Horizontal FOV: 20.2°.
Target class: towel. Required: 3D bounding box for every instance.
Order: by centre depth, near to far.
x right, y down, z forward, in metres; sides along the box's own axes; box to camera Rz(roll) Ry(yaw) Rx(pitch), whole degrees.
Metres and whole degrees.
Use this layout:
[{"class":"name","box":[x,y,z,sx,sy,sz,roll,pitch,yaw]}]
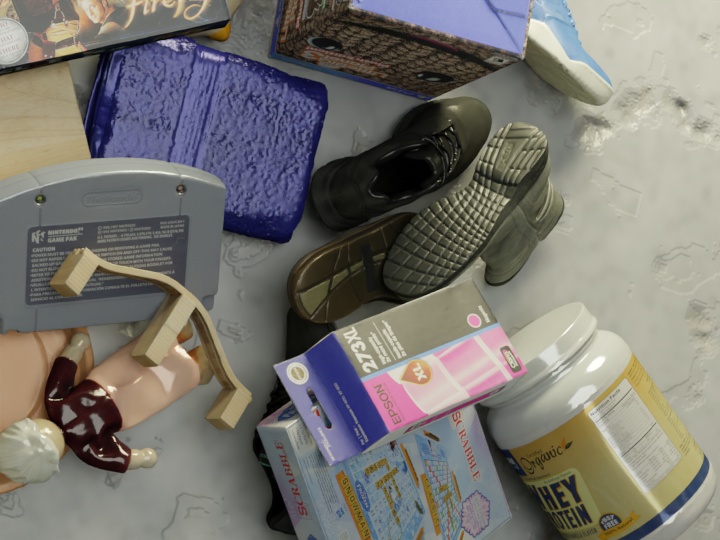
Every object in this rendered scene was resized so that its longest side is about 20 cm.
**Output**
[{"class":"towel","box":[-0.134,-0.115,1.701,0.199,0.050,0.149,16,85,-20]}]

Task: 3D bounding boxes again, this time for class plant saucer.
[{"class":"plant saucer","box":[-0.309,0.081,1.615,0.199,0.032,0.202,3,83,-22]}]

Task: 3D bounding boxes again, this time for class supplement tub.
[{"class":"supplement tub","box":[0.199,0.143,1.747,0.144,0.144,0.200,-39,98,-21]}]

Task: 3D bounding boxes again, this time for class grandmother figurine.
[{"class":"grandmother figurine","box":[-0.206,0.111,1.615,0.200,0.061,0.121,-31,76,-36]}]

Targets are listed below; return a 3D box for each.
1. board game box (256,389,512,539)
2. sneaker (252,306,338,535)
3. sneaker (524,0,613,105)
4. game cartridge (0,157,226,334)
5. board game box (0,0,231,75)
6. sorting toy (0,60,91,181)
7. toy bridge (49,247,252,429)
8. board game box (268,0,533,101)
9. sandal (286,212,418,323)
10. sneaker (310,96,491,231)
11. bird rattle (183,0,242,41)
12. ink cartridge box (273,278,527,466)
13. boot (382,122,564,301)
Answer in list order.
[{"class":"board game box","box":[0.024,0.168,1.672,0.199,0.041,0.201,-33,112,-38]},{"class":"sneaker","box":[-0.048,0.125,1.690,0.079,0.075,0.201,-5,85,-20]},{"class":"sneaker","box":[0.173,-0.247,1.817,0.200,0.077,0.111,40,81,-6]},{"class":"game cartridge","box":[-0.205,-0.022,1.602,0.199,0.041,0.134,-5,119,-27]},{"class":"board game box","box":[-0.216,-0.240,1.597,0.199,0.035,0.136,-15,89,-15]},{"class":"sorting toy","box":[-0.329,-0.114,1.609,0.199,0.070,0.200,-13,89,-23]},{"class":"toy bridge","box":[-0.155,0.046,1.608,0.200,0.027,0.067,43,63,-27]},{"class":"board game box","box":[0.034,-0.224,1.693,0.159,0.200,0.097,13,80,-19]},{"class":"sandal","box":[0.000,0.000,1.715,0.200,0.054,0.082,-21,108,-46]},{"class":"sneaker","box":[0.053,-0.094,1.736,0.200,0.091,0.076,-36,105,-34]},{"class":"bird rattle","box":[-0.156,-0.277,1.684,0.199,0.113,0.164,11,96,-17]},{"class":"ink cartridge box","box":[0.035,0.079,1.623,0.199,0.037,0.095,-21,73,-33]},{"class":"boot","box":[0.108,-0.022,1.745,0.068,0.131,0.200,32,70,31]}]
